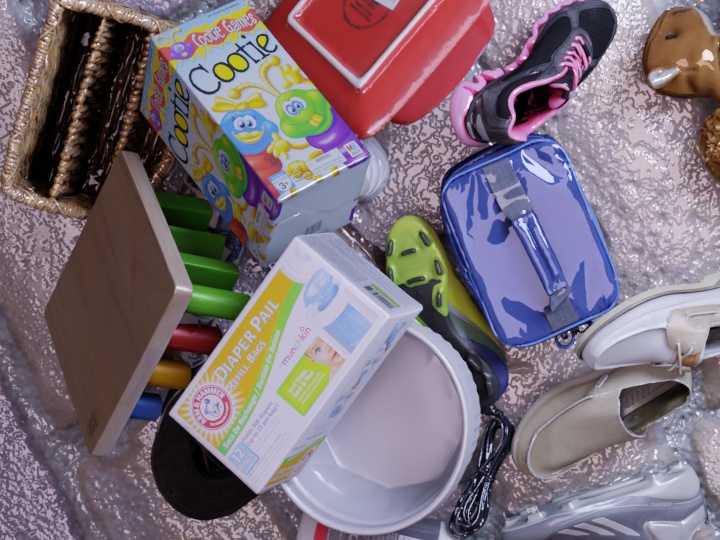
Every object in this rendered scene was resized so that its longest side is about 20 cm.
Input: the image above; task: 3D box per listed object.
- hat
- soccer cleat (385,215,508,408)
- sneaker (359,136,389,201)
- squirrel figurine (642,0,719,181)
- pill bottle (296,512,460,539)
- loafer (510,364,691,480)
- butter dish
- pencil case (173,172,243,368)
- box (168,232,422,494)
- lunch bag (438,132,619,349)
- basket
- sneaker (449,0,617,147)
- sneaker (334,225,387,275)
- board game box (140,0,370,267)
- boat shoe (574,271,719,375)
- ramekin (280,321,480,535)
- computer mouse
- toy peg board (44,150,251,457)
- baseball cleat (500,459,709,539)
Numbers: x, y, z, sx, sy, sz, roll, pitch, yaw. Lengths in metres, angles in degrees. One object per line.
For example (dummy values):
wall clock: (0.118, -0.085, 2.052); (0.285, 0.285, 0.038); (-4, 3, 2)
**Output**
hat: (-0.131, 0.132, 1.743); (0.199, 0.081, 0.202); (-19, 124, -31)
soccer cleat: (0.082, 0.037, 1.749); (0.064, 0.084, 0.201); (-23, 100, 23)
sneaker: (-0.047, -0.148, 1.725); (0.078, 0.099, 0.200); (-44, 92, 8)
squirrel figurine: (0.355, -0.168, 1.678); (0.185, 0.141, 0.202); (-5, 94, 11)
pill bottle: (0.034, 0.289, 1.770); (0.198, 0.111, 0.112); (13, 98, 2)
loafer: (0.232, 0.136, 1.744); (0.199, 0.068, 0.076); (-37, 120, 5)
butter dish: (0.041, -0.218, 1.695); (0.200, 0.148, 0.200); (-49, 51, 6)
pencil case: (-0.160, 0.012, 1.765); (0.089, 0.078, 0.202); (21, 98, 13)
box: (-0.057, 0.079, 1.593); (0.112, 0.101, 0.201); (39, 104, 13)
lunch bag: (0.158, -0.022, 1.710); (0.135, 0.132, 0.201); (-24, 94, 7)
basket: (-0.236, -0.146, 1.716); (0.141, 0.149, 0.202); (19, 97, 2)
sneaker: (0.177, -0.178, 1.680); (0.200, 0.095, 0.079); (-43, 118, -19)
sneaker: (0.000, 0.000, 1.767); (0.075, 0.070, 0.201); (-33, 100, -11)
board game box: (-0.097, -0.124, 1.627); (0.104, 0.103, 0.200); (-28, 66, -27)
boat shoe: (0.296, 0.057, 1.698); (0.198, 0.075, 0.069); (-19, 61, -20)
ramekin: (0.017, 0.135, 1.680); (0.198, 0.105, 0.202); (1, 93, 18)
computer mouse: (0.050, 0.158, 1.768); (0.199, 0.046, 0.141); (23, 70, 18)
toy peg board: (-0.189, 0.035, 1.664); (0.097, 0.201, 0.200); (10, 124, -31)
baseball cleat: (0.240, 0.255, 1.771); (0.198, 0.070, 0.107); (-18, 95, 7)
